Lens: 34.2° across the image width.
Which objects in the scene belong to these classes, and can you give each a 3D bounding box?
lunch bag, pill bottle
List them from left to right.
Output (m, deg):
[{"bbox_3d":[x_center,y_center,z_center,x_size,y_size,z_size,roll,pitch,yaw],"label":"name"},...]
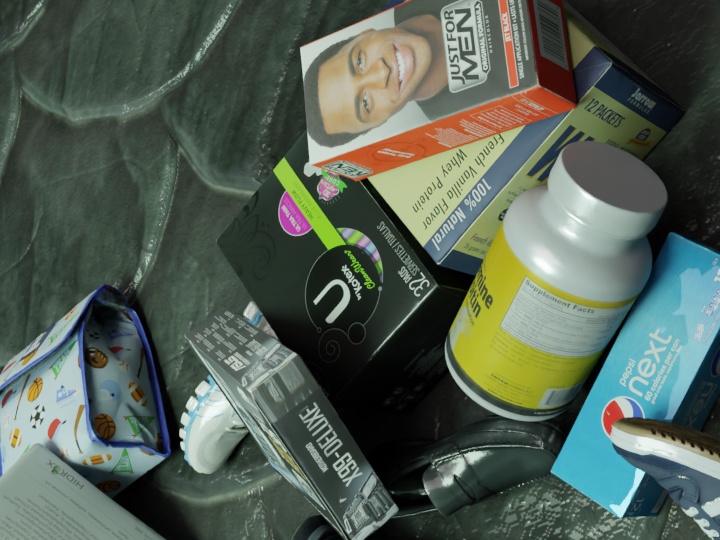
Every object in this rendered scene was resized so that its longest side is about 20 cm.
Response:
[{"bbox_3d":[-0.301,0.134,1.220,0.170,0.124,0.200,-35,51,28],"label":"lunch bag"},{"bbox_3d":[0.144,0.008,0.859,0.112,0.112,0.200,51,136,32],"label":"pill bottle"}]

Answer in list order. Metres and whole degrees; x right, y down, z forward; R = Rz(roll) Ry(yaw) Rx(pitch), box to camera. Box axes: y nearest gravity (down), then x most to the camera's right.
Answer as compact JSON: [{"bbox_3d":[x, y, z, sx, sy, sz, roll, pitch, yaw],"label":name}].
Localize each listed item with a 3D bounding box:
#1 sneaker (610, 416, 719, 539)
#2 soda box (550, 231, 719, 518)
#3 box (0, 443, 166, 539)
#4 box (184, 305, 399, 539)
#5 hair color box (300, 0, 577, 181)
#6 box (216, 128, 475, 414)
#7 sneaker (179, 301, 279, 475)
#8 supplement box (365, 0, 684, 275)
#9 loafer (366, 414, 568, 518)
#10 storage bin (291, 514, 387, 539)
[{"bbox_3d":[0.251,0.176,0.780,0.199,0.070,0.109,20,98,10],"label":"sneaker"},{"bbox_3d":[0.222,0.078,0.857,0.068,0.064,0.200,31,100,37],"label":"soda box"},{"bbox_3d":[-0.308,0.319,1.094,0.200,0.171,0.199,38,118,-1],"label":"box"},{"bbox_3d":[-0.062,0.121,0.960,0.050,0.158,0.200,-36,21,-13],"label":"box"},{"bbox_3d":[0.052,-0.143,0.860,0.200,0.061,0.102,-16,72,36],"label":"hair color box"},{"bbox_3d":[0.000,0.000,1.007,0.149,0.124,0.200,-49,58,20],"label":"box"},{"bbox_3d":[-0.097,0.116,1.095,0.087,0.075,0.200,36,104,30],"label":"sneaker"},{"bbox_3d":[0.105,-0.130,0.941,0.200,0.134,0.200,-50,56,19],"label":"supplement box"},{"bbox_3d":[0.079,0.166,0.940,0.200,0.068,0.070,-18,32,38],"label":"loafer"},{"bbox_3d":[0.007,0.311,0.943,0.134,0.145,0.201,10,88,28],"label":"storage bin"}]
